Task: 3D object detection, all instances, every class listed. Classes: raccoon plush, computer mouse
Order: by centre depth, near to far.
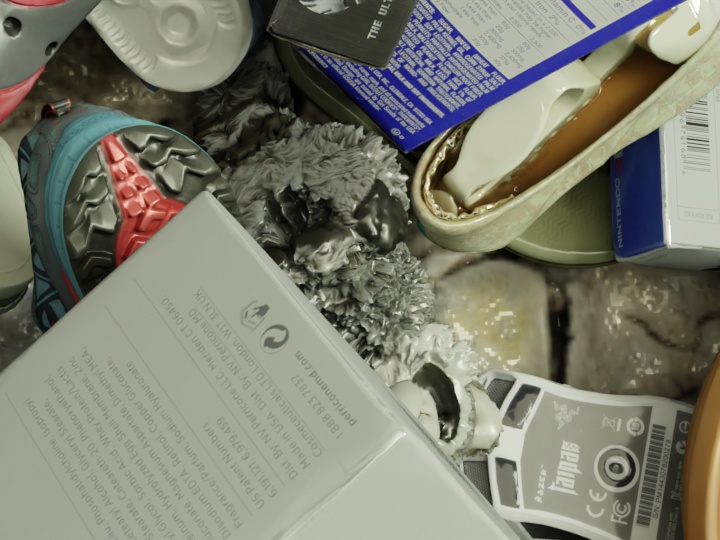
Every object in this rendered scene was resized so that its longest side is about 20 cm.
[{"bbox_3d":[0.000,0.000,0.792,0.096,0.201,0.134,-21,127,18],"label":"raccoon plush"},{"bbox_3d":[0.072,0.083,0.824,0.198,0.044,0.111,15,73,-2],"label":"computer mouse"}]

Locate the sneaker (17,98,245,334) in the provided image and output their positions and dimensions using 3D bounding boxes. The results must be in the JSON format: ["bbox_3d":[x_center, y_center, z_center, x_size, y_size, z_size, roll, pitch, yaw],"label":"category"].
[{"bbox_3d":[-0.072,0.026,0.698,0.079,0.095,0.202,-24,122,-23],"label":"sneaker"}]

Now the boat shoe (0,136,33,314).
[{"bbox_3d":[-0.185,-0.062,0.783,0.072,0.062,0.201,-6,60,-36],"label":"boat shoe"}]

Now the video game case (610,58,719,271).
[{"bbox_3d":[0.193,-0.098,0.855,0.179,0.045,0.202,5,78,-25],"label":"video game case"}]

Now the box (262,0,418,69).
[{"bbox_3d":[0.017,-0.197,0.678,0.048,0.201,0.159,16,32,-18],"label":"box"}]

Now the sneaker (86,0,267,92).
[{"bbox_3d":[-0.106,-0.168,0.785,0.080,0.147,0.201,-33,105,12],"label":"sneaker"}]

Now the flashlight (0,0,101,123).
[{"bbox_3d":[-0.111,-0.118,0.688,0.068,0.068,0.200,40,105,-18],"label":"flashlight"}]

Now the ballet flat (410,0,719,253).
[{"bbox_3d":[0.098,-0.080,0.768,0.200,0.062,0.067,-46,75,8],"label":"ballet flat"}]

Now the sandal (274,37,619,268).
[{"bbox_3d":[0.053,-0.065,0.837,0.200,0.057,0.080,28,76,-6],"label":"sandal"}]

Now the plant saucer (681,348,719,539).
[{"bbox_3d":[0.198,0.083,0.809,0.199,0.037,0.203,-6,99,-40],"label":"plant saucer"}]

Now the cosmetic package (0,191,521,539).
[{"bbox_3d":[-0.051,0.120,0.613,0.200,0.200,0.123,-42,50,-2],"label":"cosmetic package"}]

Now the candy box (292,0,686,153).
[{"bbox_3d":[0.080,-0.162,0.750,0.077,0.199,0.170,40,46,-26],"label":"candy box"}]
